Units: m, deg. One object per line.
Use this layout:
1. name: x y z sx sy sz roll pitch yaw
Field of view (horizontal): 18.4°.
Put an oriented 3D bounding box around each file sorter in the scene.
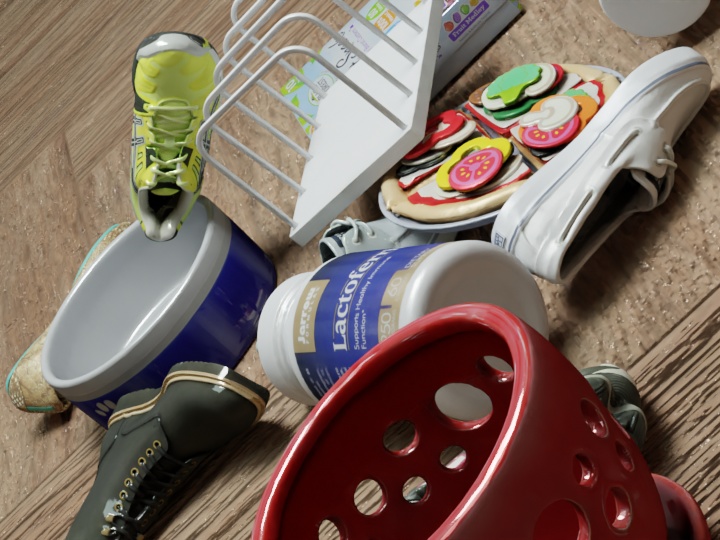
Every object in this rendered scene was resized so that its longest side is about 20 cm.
1. file sorter: -0.034 -0.149 1.691 0.139 0.124 0.200 -42 22 31

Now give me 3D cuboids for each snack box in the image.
1. snack box: 0.031 -0.184 1.869 0.200 0.053 0.142 -45 25 7

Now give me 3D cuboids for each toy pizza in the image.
1. toy pizza: 0.099 -0.097 1.598 0.200 0.032 0.200 -23 26 12

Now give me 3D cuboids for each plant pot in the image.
1. plant pot: 0.069 0.148 1.172 0.200 0.182 0.201 -36 27 22

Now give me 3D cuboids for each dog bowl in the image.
1. dog bowl: -0.166 0.037 1.828 0.200 0.079 0.200 -37 27 22

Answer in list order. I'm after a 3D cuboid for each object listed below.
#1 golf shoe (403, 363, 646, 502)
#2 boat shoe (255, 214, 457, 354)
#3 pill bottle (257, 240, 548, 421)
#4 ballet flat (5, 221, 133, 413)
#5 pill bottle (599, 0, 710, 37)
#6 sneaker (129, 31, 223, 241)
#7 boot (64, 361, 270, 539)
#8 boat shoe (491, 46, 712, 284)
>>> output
1. golf shoe: 0.088 0.129 1.324 0.200 0.077 0.088 -37 7 17
2. boat shoe: -0.001 0.000 1.627 0.201 0.072 0.070 -52 25 -14
3. pill bottle: 0.022 0.043 1.480 0.200 0.116 0.116 -6 47 55
4. ballet flat: -0.233 0.046 1.959 0.065 0.071 0.200 16 66 32
5. pill bottle: 0.209 -0.256 1.626 0.111 0.111 0.200 -35 28 25
6. sneaker: -0.145 -0.105 1.754 0.200 0.075 0.076 96 171 -49
7. boot: -0.146 0.152 1.651 0.200 0.077 0.138 -32 30 57
8. boat shoe: 0.175 -0.064 1.467 0.065 0.074 0.200 35 73 32
